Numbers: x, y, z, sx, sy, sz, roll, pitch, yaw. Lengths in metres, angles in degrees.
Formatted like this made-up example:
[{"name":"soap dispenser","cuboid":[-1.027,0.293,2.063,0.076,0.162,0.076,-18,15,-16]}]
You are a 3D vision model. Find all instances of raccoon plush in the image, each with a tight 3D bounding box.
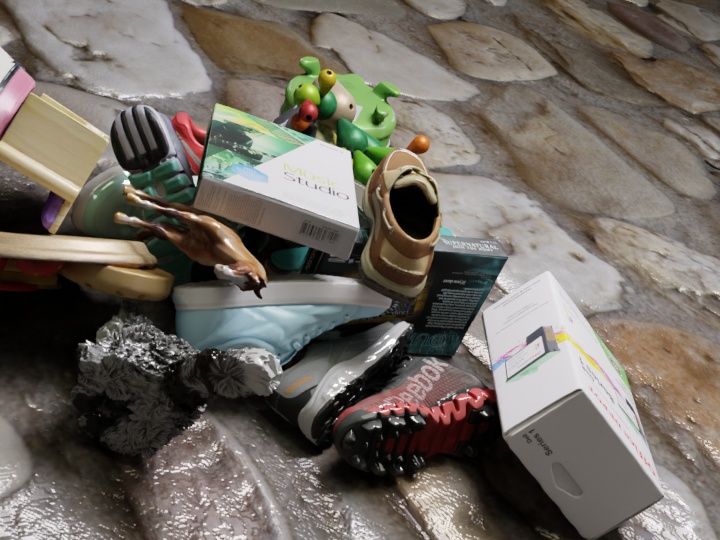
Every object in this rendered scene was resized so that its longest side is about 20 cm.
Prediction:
[{"name":"raccoon plush","cuboid":[-0.141,0.079,1.079,0.197,0.098,0.134,0,25,14]}]

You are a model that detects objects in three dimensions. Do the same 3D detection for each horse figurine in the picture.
[{"name":"horse figurine","cuboid":[-0.147,-0.031,1.148,0.131,0.050,0.200,22,-1,-13]}]

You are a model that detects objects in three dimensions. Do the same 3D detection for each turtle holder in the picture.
[{"name":"turtle holder","cuboid":[-0.038,-0.171,1.584,0.139,0.133,0.186,5,30,-24]}]

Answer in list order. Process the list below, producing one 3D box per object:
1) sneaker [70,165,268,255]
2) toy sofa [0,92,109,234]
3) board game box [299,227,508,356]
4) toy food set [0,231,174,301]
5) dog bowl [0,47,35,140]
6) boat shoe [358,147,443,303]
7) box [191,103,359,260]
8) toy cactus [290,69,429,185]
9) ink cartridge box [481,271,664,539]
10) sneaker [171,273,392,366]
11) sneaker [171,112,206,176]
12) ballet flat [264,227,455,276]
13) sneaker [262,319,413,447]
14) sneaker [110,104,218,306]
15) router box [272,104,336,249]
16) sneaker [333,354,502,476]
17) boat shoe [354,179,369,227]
[{"name":"sneaker","cuboid":[-0.181,-0.050,1.328,0.199,0.075,0.118,-5,31,-44]},{"name":"toy sofa","cuboid":[-0.293,-0.104,1.246,0.082,0.098,0.200,32,1,-13]},{"name":"board game box","cuboid":[0.030,0.022,1.279,0.198,0.136,0.028,5,39,-29]},{"name":"toy food set","cuboid":[-0.269,-0.006,1.149,0.198,0.049,0.197,3,1,-28]},{"name":"dog bowl","cuboid":[-0.369,-0.120,1.216,0.073,0.201,0.201,31,25,-14]},{"name":"boat shoe","cuboid":[0.046,-0.055,1.204,0.075,0.074,0.201,18,35,-11]},{"name":"box","cuboid":[-0.075,-0.085,1.208,0.143,0.037,0.200,19,21,-11]},{"name":"toy cactus","cuboid":[-0.012,-0.157,1.415,0.199,0.102,0.166,27,26,-40]},{"name":"ink cartridge box","cuboid":[0.188,0.119,1.205,0.145,0.084,0.201,50,18,-24]},{"name":"sneaker","cuboid":[-0.067,0.047,1.168,0.197,0.083,0.074,-2,7,-16]},{"name":"sneaker","cuboid":[-0.127,-0.109,1.454,0.198,0.085,0.077,23,25,-18]},{"name":"ballet flat","cuboid":[0.000,0.000,1.311,0.197,0.064,0.069,-9,30,-15]},{"name":"sneaker","cuboid":[-0.014,0.085,1.211,0.079,0.075,0.200,26,28,22]},{"name":"sneaker","cuboid":[-0.172,-0.062,1.275,0.074,0.202,0.088,-15,6,13]},{"name":"router box","cuboid":[-0.044,-0.077,1.414,0.158,0.052,0.201,53,22,-18]},{"name":"sneaker","cuboid":[0.041,0.124,1.179,0.199,0.071,0.098,-5,37,-43]},{"name":"boat shoe","cuboid":[0.035,-0.044,1.384,0.201,0.060,0.073,39,31,-38]}]
